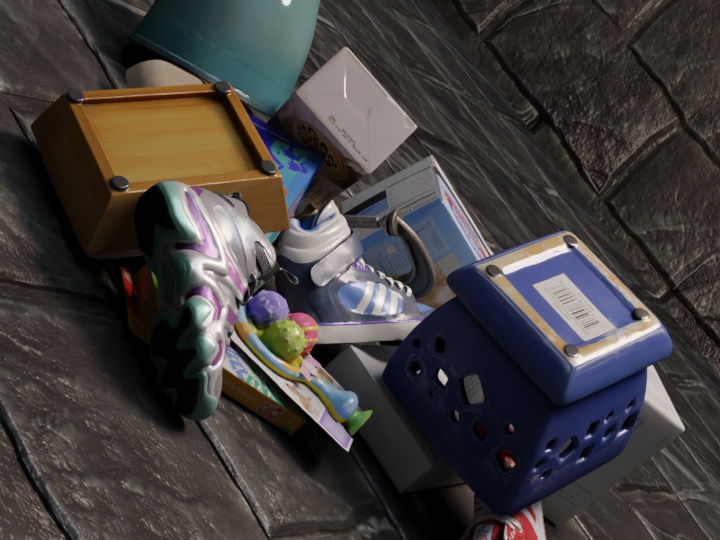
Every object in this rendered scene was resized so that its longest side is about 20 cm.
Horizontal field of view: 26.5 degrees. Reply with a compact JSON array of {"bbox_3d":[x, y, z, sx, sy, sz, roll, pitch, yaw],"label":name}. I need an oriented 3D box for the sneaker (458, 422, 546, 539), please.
[{"bbox_3d":[0.129,0.233,1.504,0.112,0.071,0.202,17,56,-56],"label":"sneaker"}]

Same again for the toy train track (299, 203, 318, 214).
[{"bbox_3d":[-0.068,-0.067,1.749,0.200,0.032,0.115,53,-4,38],"label":"toy train track"}]

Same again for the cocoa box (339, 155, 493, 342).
[{"bbox_3d":[0.080,-0.003,1.785,0.201,0.133,0.132,57,12,-26],"label":"cocoa box"}]

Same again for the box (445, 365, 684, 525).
[{"bbox_3d":[0.224,0.155,1.753,0.198,0.200,0.131,35,23,-35],"label":"box"}]

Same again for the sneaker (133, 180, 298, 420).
[{"bbox_3d":[-0.108,0.023,1.290,0.139,0.077,0.202,1,77,-42],"label":"sneaker"}]

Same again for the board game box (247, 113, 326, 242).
[{"bbox_3d":[-0.134,-0.090,1.497,0.151,0.045,0.200,27,34,1],"label":"board game box"}]

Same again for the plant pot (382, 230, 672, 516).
[{"bbox_3d":[0.171,0.086,1.491,0.199,0.181,0.200,-18,55,-40],"label":"plant pot"}]

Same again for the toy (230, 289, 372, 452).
[{"bbox_3d":[-0.061,0.068,1.413,0.200,0.047,0.115,49,14,-5],"label":"toy"}]

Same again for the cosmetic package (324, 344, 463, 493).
[{"bbox_3d":[0.056,0.152,1.597,0.151,0.052,0.200,53,18,19],"label":"cosmetic package"}]

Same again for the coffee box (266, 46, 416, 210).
[{"bbox_3d":[-0.031,-0.147,1.628,0.113,0.080,0.200,48,-18,-6],"label":"coffee box"}]

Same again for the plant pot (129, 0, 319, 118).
[{"bbox_3d":[-0.134,-0.301,1.764,0.199,0.189,0.200,29,2,-1],"label":"plant pot"}]

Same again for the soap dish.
[{"bbox_3d":[-0.175,-0.095,1.370,0.198,0.082,0.158,-8,52,-30],"label":"soap dish"}]

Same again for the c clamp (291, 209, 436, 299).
[{"bbox_3d":[-0.019,-0.032,1.621,0.027,0.198,0.172,-60,149,-44],"label":"c clamp"}]

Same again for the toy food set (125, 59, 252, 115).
[{"bbox_3d":[-0.169,-0.130,1.662,0.199,0.060,0.144,23,42,-52],"label":"toy food set"}]

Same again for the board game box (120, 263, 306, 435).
[{"bbox_3d":[-0.131,0.066,1.368,0.199,0.030,0.096,34,22,-34],"label":"board game box"}]

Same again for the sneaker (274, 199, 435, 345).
[{"bbox_3d":[0.000,0.000,1.570,0.199,0.080,0.148,-2,86,-37],"label":"sneaker"}]
